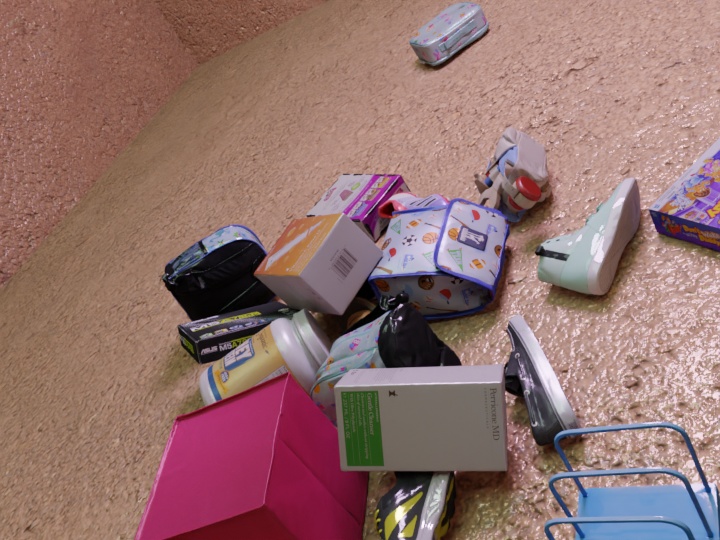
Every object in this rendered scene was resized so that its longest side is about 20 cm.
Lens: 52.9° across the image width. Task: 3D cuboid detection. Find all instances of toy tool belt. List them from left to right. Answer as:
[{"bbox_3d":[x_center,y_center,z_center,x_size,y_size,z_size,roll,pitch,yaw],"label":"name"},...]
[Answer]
[{"bbox_3d":[0.251,-0.137,1.209,0.123,0.123,0.202,-53,12,38],"label":"toy tool belt"}]

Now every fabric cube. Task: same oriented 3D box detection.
[{"bbox_3d":[-0.125,0.288,0.900,0.193,0.201,0.202,-23,32,22],"label":"fabric cube"}]

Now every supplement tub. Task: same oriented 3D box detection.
[{"bbox_3d":[-0.135,0.167,1.130,0.198,0.146,0.145,-35,30,2],"label":"supplement tub"}]

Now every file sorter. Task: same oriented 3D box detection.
[{"bbox_3d":[0.239,0.256,0.647,0.137,0.123,0.202,-14,37,33],"label":"file sorter"}]

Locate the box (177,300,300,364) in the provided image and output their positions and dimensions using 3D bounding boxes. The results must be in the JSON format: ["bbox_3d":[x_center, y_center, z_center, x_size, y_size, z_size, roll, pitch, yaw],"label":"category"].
[{"bbox_3d":[-0.208,0.104,1.267,0.196,0.049,0.192,-13,11,-21],"label":"box"}]

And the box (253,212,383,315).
[{"bbox_3d":[-0.073,-0.011,1.175,0.125,0.097,0.199,-55,23,-17],"label":"box"}]

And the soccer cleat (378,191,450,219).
[{"bbox_3d":[0.103,-0.106,1.332,0.075,0.068,0.199,-24,21,-18],"label":"soccer cleat"}]

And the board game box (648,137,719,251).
[{"bbox_3d":[0.504,-0.116,0.961,0.199,0.045,0.134,-42,31,-10],"label":"board game box"}]

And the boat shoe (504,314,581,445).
[{"bbox_3d":[0.210,0.136,0.904,0.065,0.070,0.202,-28,39,10],"label":"boat shoe"}]

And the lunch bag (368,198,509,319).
[{"bbox_3d":[0.130,-0.019,1.143,0.196,0.125,0.172,-4,44,27],"label":"lunch bag"}]

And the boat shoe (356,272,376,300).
[{"bbox_3d":[-0.029,0.032,1.245,0.067,0.073,0.198,-17,-3,-40],"label":"boat shoe"}]

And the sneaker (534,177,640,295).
[{"bbox_3d":[0.322,-0.059,1.036,0.117,0.074,0.202,8,54,42],"label":"sneaker"}]

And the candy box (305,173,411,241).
[{"bbox_3d":[-0.005,-0.133,1.495,0.198,0.061,0.137,11,55,51],"label":"candy box"}]

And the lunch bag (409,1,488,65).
[{"bbox_3d":[0.232,-0.621,1.908,0.199,0.078,0.161,-37,31,-1],"label":"lunch bag"}]

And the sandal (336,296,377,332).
[{"bbox_3d":[0.015,0.096,1.134,0.053,0.082,0.199,-23,27,-29],"label":"sandal"}]

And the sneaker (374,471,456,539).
[{"bbox_3d":[0.049,0.304,0.815,0.083,0.076,0.201,4,37,25],"label":"sneaker"}]

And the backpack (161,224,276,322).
[{"bbox_3d":[-0.274,0.010,1.455,0.198,0.185,0.147,-32,31,-4],"label":"backpack"}]

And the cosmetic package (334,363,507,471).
[{"bbox_3d":[0.075,0.175,0.863,0.195,0.110,0.085,-5,5,14],"label":"cosmetic package"}]

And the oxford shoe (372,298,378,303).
[{"bbox_3d":[0.000,0.000,1.290,0.070,0.075,0.199,-42,33,-14],"label":"oxford shoe"}]

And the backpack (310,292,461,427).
[{"bbox_3d":[0.023,0.141,0.998,0.198,0.168,0.127,-25,18,42],"label":"backpack"}]
